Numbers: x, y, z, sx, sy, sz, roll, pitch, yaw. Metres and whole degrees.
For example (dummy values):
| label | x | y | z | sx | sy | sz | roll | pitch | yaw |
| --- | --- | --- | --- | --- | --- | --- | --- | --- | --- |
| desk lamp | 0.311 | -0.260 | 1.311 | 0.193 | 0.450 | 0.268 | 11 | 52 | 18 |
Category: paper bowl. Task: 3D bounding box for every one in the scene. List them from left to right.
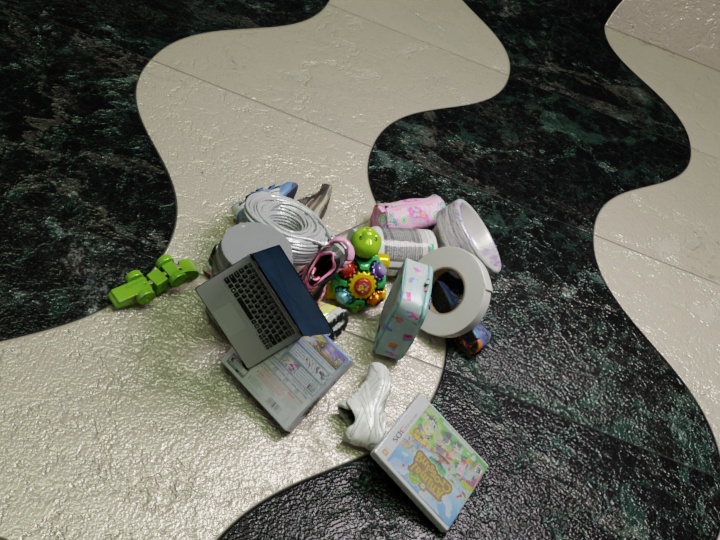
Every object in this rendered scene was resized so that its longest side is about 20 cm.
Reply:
| label | x | y | z | sx | sy | sz | roll | pitch | yaw |
| --- | --- | --- | --- | --- | --- | --- | --- | --- | --- |
| paper bowl | 0.246 | -0.061 | 1.923 | 0.201 | 0.104 | 0.202 | 45 | 26 | -29 |

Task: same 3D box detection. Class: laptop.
| label | x | y | z | sx | sy | sz | roll | pitch | yaw |
| --- | --- | --- | --- | --- | --- | --- | --- | --- | --- |
| laptop | -0.179 | 0.072 | 1.465 | 0.188 | 0.199 | 0.116 | 58 | 4 | -11 |

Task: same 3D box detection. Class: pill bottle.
| label | x | y | z | sx | sy | sz | roll | pitch | yaw |
| --- | --- | --- | --- | --- | --- | --- | --- | --- | --- |
| pill bottle | 0.071 | -0.045 | 1.870 | 0.198 | 0.114 | 0.114 | 3 | 47 | -20 |

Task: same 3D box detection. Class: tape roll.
| label | x | y | z | sx | sy | sz | roll | pitch | yaw |
| --- | --- | --- | --- | --- | --- | --- | --- | --- | --- |
| tape roll | 0.193 | 0.048 | 1.776 | 0.037 | 0.203 | 0.203 | 20 | 31 | -54 |

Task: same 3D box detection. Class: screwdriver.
| label | x | y | z | sx | sy | sz | roll | pitch | yaw |
| --- | --- | --- | --- | --- | --- | --- | --- | --- | --- |
| screwdriver | -0.054 | -0.083 | 1.925 | 0.199 | 0.029 | 0.028 | -24 | 59 | -41 |

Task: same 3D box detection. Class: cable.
| label | x | y | z | sx | sy | sz | roll | pitch | yaw |
| --- | --- | --- | --- | --- | --- | --- | --- | --- | --- |
| cable | -0.170 | -0.094 | 1.766 | 0.198 | 0.070 | 0.201 | 5 | 36 | -33 |

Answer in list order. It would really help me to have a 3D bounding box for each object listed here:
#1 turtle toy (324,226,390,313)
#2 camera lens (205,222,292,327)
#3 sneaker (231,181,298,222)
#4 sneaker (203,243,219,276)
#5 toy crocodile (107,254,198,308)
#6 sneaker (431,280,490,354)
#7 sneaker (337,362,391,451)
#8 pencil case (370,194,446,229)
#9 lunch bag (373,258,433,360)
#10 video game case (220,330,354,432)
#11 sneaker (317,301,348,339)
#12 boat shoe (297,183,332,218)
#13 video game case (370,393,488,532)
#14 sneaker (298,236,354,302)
| label | x | y | z | sx | sy | sz | roll | pitch | yaw |
| --- | --- | --- | --- | --- | --- | --- | --- | --- | --- |
| turtle toy | 0.000 | 0.000 | 1.752 | 0.144 | 0.202 | 0.101 | 3 | 16 | -12 |
| camera lens | -0.227 | 0.023 | 1.628 | 0.158 | 0.201 | 0.161 | 11 | 45 | -11 |
| sneaker | -0.224 | -0.166 | 1.904 | 0.082 | 0.074 | 0.200 | 34 | 44 | 16 |
| sneaker | -0.254 | -0.052 | 1.772 | 0.080 | 0.087 | 0.200 | 38 | 46 | 14 |
| toy crocodile | -0.426 | 0.026 | 1.657 | 0.199 | 0.062 | 0.067 | -31 | 64 | -34 |
| sneaker | 0.223 | 0.105 | 1.827 | 0.078 | 0.075 | 0.201 | -6 | 54 | -44 |
| sneaker | 0.006 | 0.259 | 1.585 | 0.098 | 0.078 | 0.201 | 12 | 44 | -5 |
| pencil case | 0.121 | -0.139 | 2.001 | 0.198 | 0.088 | 0.088 | -11 | 52 | -30 |
| lunch bag | 0.094 | 0.079 | 1.697 | 0.076 | 0.201 | 0.161 | 20 | 45 | -4 |
| video game case | -0.143 | 0.177 | 1.554 | 0.200 | 0.045 | 0.181 | 43 | 89 | 20 |
| sneaker | -0.120 | 0.127 | 1.672 | 0.090 | 0.079 | 0.199 | 31 | 42 | 31 |
| boat shoe | -0.122 | -0.150 | 1.926 | 0.073 | 0.075 | 0.201 | 22 | 43 | 0 |
| video game case | 0.136 | 0.363 | 1.532 | 0.200 | 0.022 | 0.182 | 47 | 47 | 1 |
| sneaker | -0.097 | 0.015 | 1.685 | 0.079 | 0.200 | 0.095 | 40 | 25 | 4 |
